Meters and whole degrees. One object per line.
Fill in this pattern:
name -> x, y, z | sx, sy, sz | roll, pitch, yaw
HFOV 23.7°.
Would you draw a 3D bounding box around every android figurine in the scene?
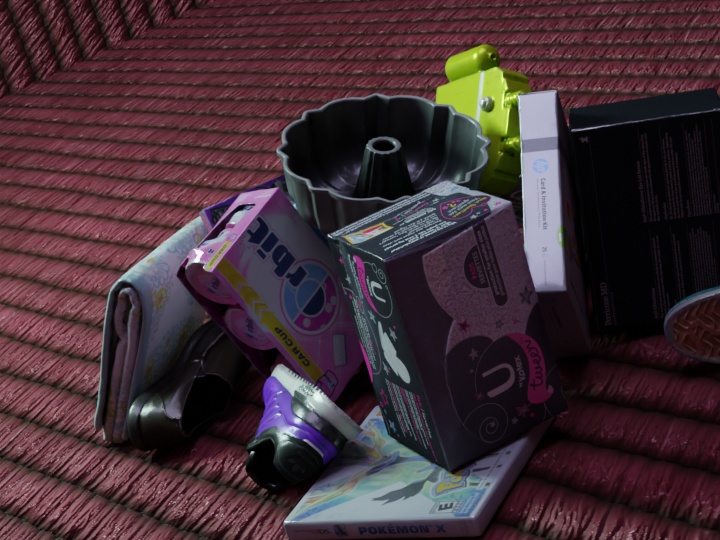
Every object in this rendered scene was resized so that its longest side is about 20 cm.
android figurine -> 0.111, -0.132, 1.706 | 0.041, 0.183, 0.200 | 11, -8, -25

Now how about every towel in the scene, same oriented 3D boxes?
towel -> -0.209, 0.059, 1.748 | 0.048, 0.201, 0.171 | 21, 31, 11

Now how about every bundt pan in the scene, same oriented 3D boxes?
bundt pan -> 0.023, -0.087, 1.622 | 0.201, 0.076, 0.202 | -1, 35, 1

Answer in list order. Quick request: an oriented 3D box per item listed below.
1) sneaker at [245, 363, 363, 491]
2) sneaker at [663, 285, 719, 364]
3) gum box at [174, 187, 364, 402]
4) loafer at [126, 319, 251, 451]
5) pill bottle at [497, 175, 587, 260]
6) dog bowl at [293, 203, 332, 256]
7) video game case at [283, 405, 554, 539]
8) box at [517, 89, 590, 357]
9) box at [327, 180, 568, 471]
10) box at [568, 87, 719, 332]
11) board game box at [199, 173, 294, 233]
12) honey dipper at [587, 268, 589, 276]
sneaker -> -0.071, 0.149, 1.561 | 0.100, 0.070, 0.200 | -50, 12, -7
sneaker -> 0.362, 0.030, 1.515 | 0.199, 0.072, 0.080 | -12, 16, 2
gum box -> -0.076, 0.025, 1.648 | 0.066, 0.200, 0.114 | -6, 40, 50
loafer -> -0.151, 0.117, 1.725 | 0.071, 0.073, 0.200 | 3, 36, 33
pill bottle -> 0.173, -0.031, 1.745 | 0.116, 0.116, 0.200 | -4, 27, 34
dog bowl -> 0.000, 0.000, 1.699 | 0.050, 0.200, 0.111 | -54, 8, -29
video game case -> 0.054, 0.167, 1.473 | 0.182, 0.022, 0.200 | -6, 23, 29
box -> 0.178, -0.041, 1.579 | 0.041, 0.156, 0.201 | -5, 65, 14
box -> 0.076, 0.045, 1.452 | 0.132, 0.201, 0.115 | -25, 22, -20
box -> 0.274, -0.056, 1.591 | 0.141, 0.201, 0.079 | -8, 21, 5
board game box -> -0.069, 0.007, 1.747 | 0.120, 0.201, 0.032 | -25, -2, -15
honey dipper -> 0.272, -0.040, 1.823 | 0.038, 0.038, 0.200 | -8, 26, 24
